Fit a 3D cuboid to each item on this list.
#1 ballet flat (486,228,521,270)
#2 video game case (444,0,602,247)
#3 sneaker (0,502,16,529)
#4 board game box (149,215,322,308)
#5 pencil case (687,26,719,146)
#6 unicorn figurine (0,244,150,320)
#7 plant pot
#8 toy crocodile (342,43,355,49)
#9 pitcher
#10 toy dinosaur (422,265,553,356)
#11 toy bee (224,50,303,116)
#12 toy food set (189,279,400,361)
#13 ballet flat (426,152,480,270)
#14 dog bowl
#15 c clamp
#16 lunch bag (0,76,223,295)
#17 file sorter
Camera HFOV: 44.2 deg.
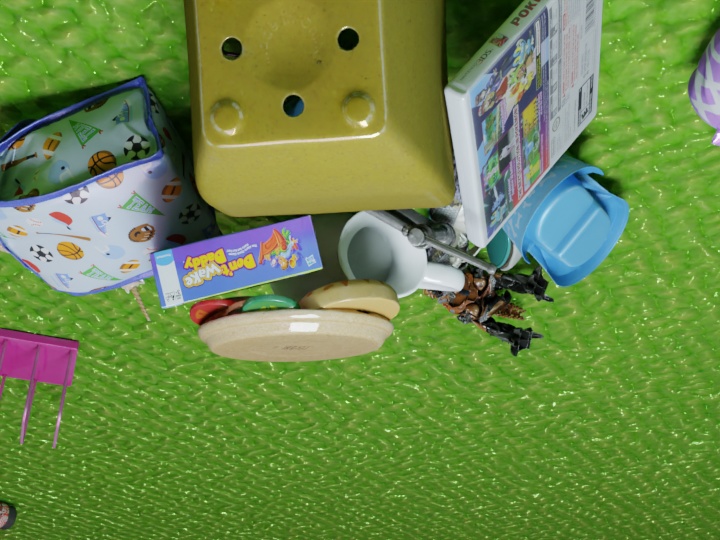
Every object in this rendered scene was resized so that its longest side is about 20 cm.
[{"bbox_3d":[0.168,-0.066,0.941,0.068,0.070,0.201,-3,147,7],"label":"ballet flat"},{"bbox_3d":[0.140,-0.139,0.734,0.023,0.183,0.201,33,161,27],"label":"video game case"},{"bbox_3d":[-0.862,0.549,1.959,0.199,0.068,0.108,-24,140,29],"label":"sneaker"},{"bbox_3d":[-0.117,-0.003,0.799,0.132,0.046,0.200,-14,180,-12],"label":"board game box"},{"bbox_3d":[0.336,-0.193,0.702,0.082,0.087,0.201,6,149,-4],"label":"pencil case"},{"bbox_3d":[-0.329,-0.033,1.008,0.197,0.075,0.138,15,150,8],"label":"unicorn figurine"},{"bbox_3d":[-0.033,-0.138,0.619,0.191,0.199,0.200,-3,-176,6],"label":"plant pot"},{"bbox_3d":[0.021,-0.131,0.838,0.067,0.062,0.200,-42,145,1],"label":"toy crocodile"},{"bbox_3d":[0.000,0.000,0.958,0.170,0.123,0.199,19,166,-29],"label":"pitcher"},{"bbox_3d":[0.156,0.031,1.080,0.134,0.104,0.199,14,-162,37],"label":"toy dinosaur"},{"bbox_3d":[-0.089,-0.112,0.818,0.199,0.110,0.130,29,158,-31],"label":"toy bee"},{"bbox_3d":[-0.064,0.052,0.859,0.194,0.050,0.200,-1,166,-6],"label":"toy food set"},{"bbox_3d":[0.106,-0.056,0.940,0.071,0.073,0.201,1,153,1],"label":"ballet flat"},{"bbox_3d":[0.205,-0.054,0.904,0.112,0.050,0.199,-51,146,8],"label":"dog bowl"},{"bbox_3d":[0.045,-0.042,0.818,0.169,0.027,0.200,28,-171,5],"label":"c clamp"},{"bbox_3d":[-0.259,-0.070,0.865,0.197,0.125,0.171,-23,145,3],"label":"lunch bag"},{"bbox_3d":[-0.522,0.171,1.277,0.197,0.127,0.139,11,148,-17],"label":"file sorter"}]
